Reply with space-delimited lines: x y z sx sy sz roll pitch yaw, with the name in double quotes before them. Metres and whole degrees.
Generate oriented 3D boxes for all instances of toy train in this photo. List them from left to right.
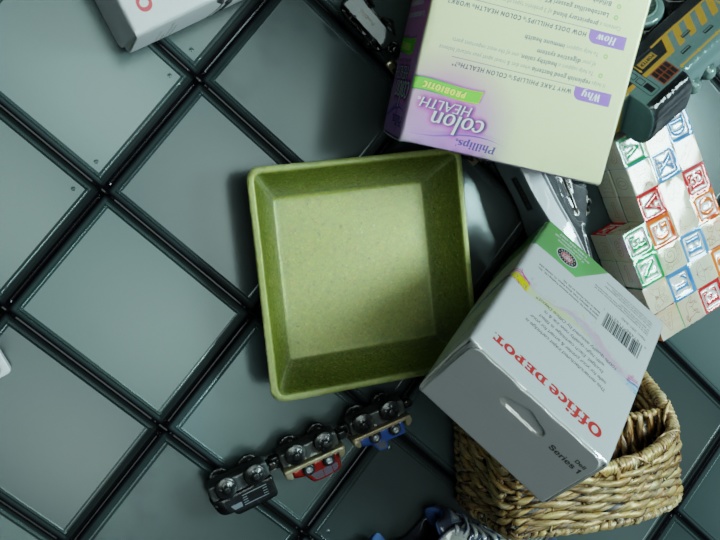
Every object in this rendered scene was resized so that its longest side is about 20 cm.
"toy train" -0.040 0.165 0.826 0.199 0.034 0.046 -23 109 -15
"toy train" 0.053 -0.170 0.837 0.034 0.046 0.200 -43 105 4
"toy train" 0.286 -0.211 0.876 0.200 0.085 0.114 -41 67 -14

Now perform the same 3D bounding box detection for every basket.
"basket" 0.195 0.150 0.857 0.198 0.143 0.150 -5 96 -19

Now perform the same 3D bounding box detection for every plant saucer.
"plant saucer" 0.000 0.000 0.828 0.198 0.048 0.202 -8 96 -19

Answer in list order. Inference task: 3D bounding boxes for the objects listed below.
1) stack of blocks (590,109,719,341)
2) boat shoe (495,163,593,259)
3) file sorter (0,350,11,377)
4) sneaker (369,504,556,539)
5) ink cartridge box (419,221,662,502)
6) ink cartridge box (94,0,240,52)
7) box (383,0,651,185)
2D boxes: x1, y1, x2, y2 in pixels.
"stack of blocks" 0.294 -0.046 0.923 0.115 0.059 0.201 -27 102 -16
"boat shoe" 0.187 -0.070 0.884 0.066 0.070 0.201 -30 95 -14
"file sorter" -0.379 0.072 0.659 0.199 0.124 0.139 -30 102 -15
"sneaker" 0.096 0.262 0.868 0.199 0.077 0.086 -9 93 -19
"ink cartridge box" 0.159 0.072 0.791 0.145 0.084 0.200 42 43 1
"ink cartridge box" -0.132 -0.286 0.742 0.199 0.084 0.145 -31 103 -15
"box" 0.130 -0.191 0.768 0.175 0.097 0.202 11 101 -9
